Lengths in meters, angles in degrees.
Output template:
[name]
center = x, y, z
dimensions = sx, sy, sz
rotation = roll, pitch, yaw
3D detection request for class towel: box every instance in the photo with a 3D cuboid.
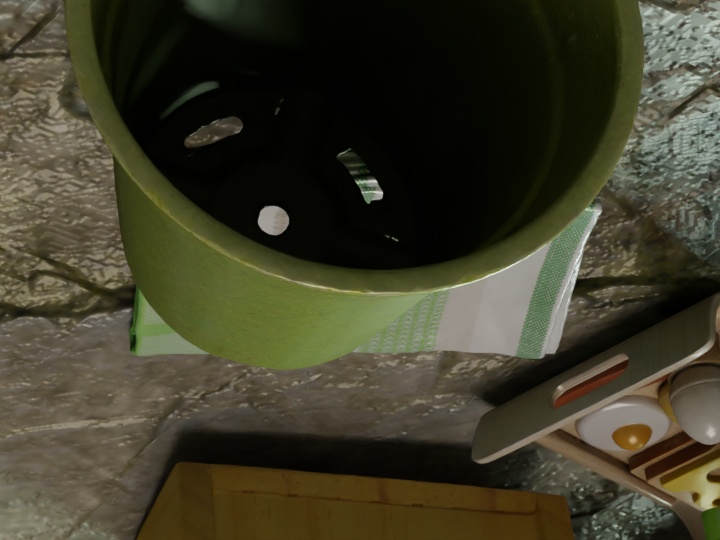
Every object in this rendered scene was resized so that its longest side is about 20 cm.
[towel]
center = 0.000, 0.000, 1.187
dimensions = 0.199, 0.031, 0.149
rotation = -1, 146, -8

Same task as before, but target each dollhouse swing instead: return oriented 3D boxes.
[dollhouse swing]
center = -0.004, 0.200, 1.329
dimensions = 0.199, 0.177, 0.182
rotation = 6, 153, -14

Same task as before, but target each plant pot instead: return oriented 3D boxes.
[plant pot]
center = -0.018, -0.050, 0.990
dimensions = 0.199, 0.201, 0.190
rotation = 1, 157, -12

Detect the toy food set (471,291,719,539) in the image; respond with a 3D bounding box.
[toy food set]
center = 0.171, 0.090, 1.324
dimensions = 0.143, 0.061, 0.200
rotation = -30, 140, 31

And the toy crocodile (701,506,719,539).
[toy crocodile]
center = 0.244, 0.149, 1.345
dimensions = 0.199, 0.068, 0.062
rotation = 10, 147, -37
